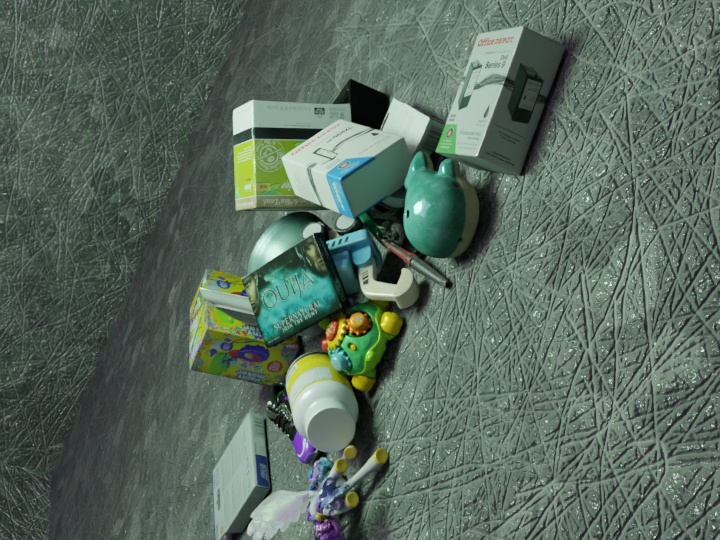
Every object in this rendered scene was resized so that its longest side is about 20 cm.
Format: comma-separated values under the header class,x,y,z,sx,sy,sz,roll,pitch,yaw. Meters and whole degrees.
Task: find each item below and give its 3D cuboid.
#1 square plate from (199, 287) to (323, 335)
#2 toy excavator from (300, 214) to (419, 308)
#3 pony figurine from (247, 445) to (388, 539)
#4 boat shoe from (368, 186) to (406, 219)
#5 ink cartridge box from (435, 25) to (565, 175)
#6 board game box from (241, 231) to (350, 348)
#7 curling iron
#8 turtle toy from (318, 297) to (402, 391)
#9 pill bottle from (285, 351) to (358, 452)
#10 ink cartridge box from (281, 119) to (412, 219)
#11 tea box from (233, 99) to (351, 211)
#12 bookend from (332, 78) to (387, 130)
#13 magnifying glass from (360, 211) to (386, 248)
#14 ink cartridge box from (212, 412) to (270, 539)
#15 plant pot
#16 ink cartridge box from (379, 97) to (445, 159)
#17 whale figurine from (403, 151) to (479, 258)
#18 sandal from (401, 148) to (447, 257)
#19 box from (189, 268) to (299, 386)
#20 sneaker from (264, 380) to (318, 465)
class,x,y,z,sx,sy,sz,roll,pitch,yaw
square plate,-0.187,0.085,1.775,0.200,0.196,0.029,49,-126,-70
toy excavator,0.000,0.000,1.586,0.193,0.100,0.201,-17,47,14
pony figurine,-0.056,0.372,1.466,0.200,0.166,0.193,-52,-3,42
boat shoe,0.042,-0.127,1.685,0.199,0.073,0.069,-129,51,-68
ink cartridge box,0.208,-0.256,1.407,0.146,0.083,0.202,23,93,67
board game box,-0.115,0.036,1.601,0.199,0.028,0.136,-30,78,38
curling iron,0.082,-0.023,1.517,0.025,0.050,0.200,-33,44,-11
turtle toy,-0.016,0.105,1.600,0.147,0.100,0.200,-65,24,13
pill bottle,-0.064,0.224,1.578,0.113,0.111,0.200,-65,17,13
ink cartridge box,-0.024,-0.180,1.620,0.146,0.085,0.199,-36,34,-21
tea box,-0.128,-0.212,1.762,0.133,0.198,0.199,-176,83,-66
bookend,-0.029,-0.244,1.905,0.200,0.091,0.200,-48,33,44
magnifying glass,0.020,-0.091,1.723,0.022,0.080,0.200,-40,18,7
ink cartridge box,-0.250,0.435,1.938,0.201,0.043,0.197,-59,27,31
plant pot,-0.096,0.005,1.775,0.134,0.199,0.202,31,102,39
ink cartridge box,0.089,-0.241,1.700,0.110,0.050,0.200,-66,23,13
whale figurine,0.104,-0.107,1.458,0.201,0.103,0.160,-117,36,-44
sandal,0.101,-0.114,1.584,0.076,0.043,0.202,-4,69,64
box,-0.247,0.122,1.959,0.193,0.198,0.123,-103,34,-50
sneaker,-0.130,0.277,1.720,0.070,0.099,0.201,-61,25,25
